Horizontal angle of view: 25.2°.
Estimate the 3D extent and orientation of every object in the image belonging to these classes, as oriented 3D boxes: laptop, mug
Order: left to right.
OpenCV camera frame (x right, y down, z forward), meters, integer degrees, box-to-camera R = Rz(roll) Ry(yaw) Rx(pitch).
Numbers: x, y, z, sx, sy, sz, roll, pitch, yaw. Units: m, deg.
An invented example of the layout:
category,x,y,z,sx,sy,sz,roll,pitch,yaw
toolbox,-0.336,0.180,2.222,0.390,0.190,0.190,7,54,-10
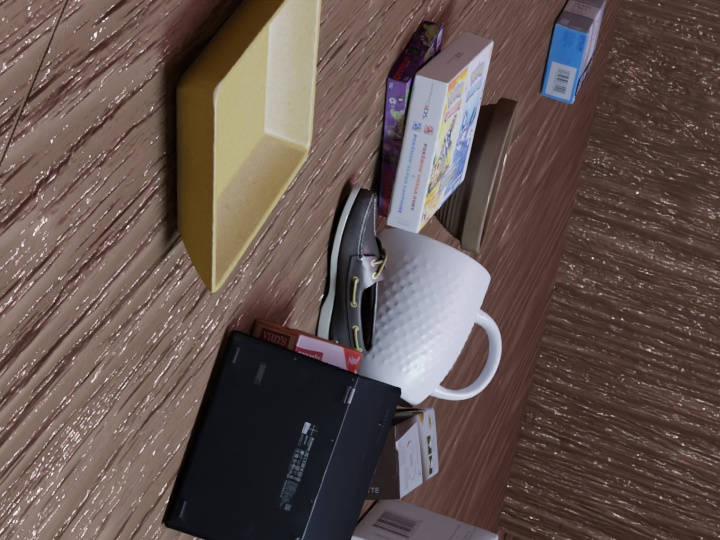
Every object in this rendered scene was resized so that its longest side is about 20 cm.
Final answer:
category,x,y,z,sx,sy,sz,roll,pitch,yaw
laptop,-0.067,0.174,1.525,0.116,0.198,0.189,-175,-76,-78
mug,0.075,0.073,1.883,0.177,0.199,0.147,-67,-163,-12

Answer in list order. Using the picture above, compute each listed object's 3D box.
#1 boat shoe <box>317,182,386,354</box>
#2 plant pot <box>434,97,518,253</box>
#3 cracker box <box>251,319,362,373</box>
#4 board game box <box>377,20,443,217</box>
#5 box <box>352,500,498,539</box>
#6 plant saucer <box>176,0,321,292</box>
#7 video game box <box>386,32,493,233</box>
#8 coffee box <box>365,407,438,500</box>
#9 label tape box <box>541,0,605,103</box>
category,x,y,z,sx,sy,sz,roll,pitch,yaw
boat shoe,0.000,0.000,1.760,0.072,0.060,0.203,-53,157,-55
plant pot,0.135,-0.130,2.064,0.201,0.092,0.203,16,90,-85
cracker box,-0.078,0.159,1.580,0.134,0.057,0.202,20,87,-61
board game box,0.057,-0.171,1.848,0.121,0.032,0.201,-65,165,-45
box,0.082,0.453,2.405,0.199,0.198,0.132,-33,139,-71
plant saucer,-0.091,-0.120,1.244,0.201,0.048,0.201,-60,163,-45
video game box,0.093,-0.162,1.858,0.200,0.046,0.184,-49,150,-61
coffee box,0.012,0.202,1.797,0.200,0.113,0.081,-4,91,-77
label tape box,0.383,-0.407,2.831,0.200,0.065,0.144,-55,159,-49
